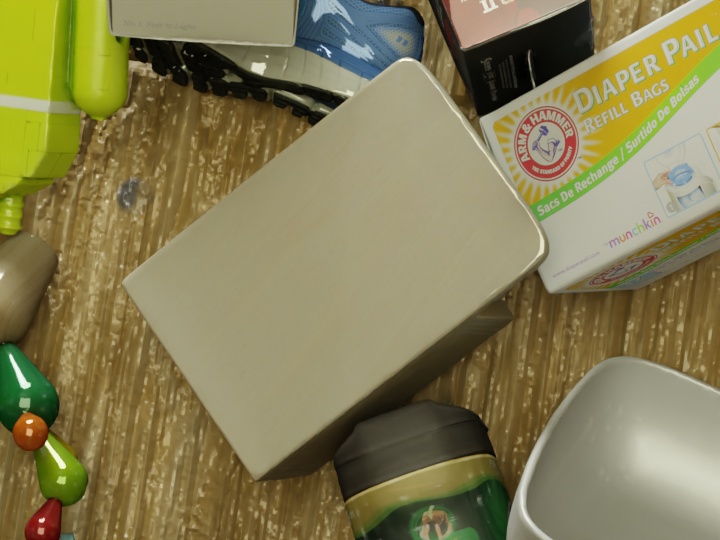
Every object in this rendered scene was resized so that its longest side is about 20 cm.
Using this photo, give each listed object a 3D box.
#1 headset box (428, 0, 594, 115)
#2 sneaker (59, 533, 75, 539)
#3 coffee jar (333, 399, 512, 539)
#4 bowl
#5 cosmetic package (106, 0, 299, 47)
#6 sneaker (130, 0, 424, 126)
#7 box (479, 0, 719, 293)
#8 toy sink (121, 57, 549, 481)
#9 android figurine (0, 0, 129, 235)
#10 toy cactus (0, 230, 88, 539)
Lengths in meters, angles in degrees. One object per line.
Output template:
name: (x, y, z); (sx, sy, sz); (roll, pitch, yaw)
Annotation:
headset box: (0.062, -0.183, 1.500); (0.077, 0.149, 0.201); (-21, 79, 2)
sneaker: (-0.189, 0.171, 1.504); (0.199, 0.074, 0.082); (23, 82, -2)
coffee jar: (0.050, 0.169, 1.462); (0.085, 0.104, 0.201); (-18, 78, 4)
bowl: (0.174, 0.145, 1.430); (0.199, 0.200, 0.075); (27, 124, 9)
cosmetic package: (-0.077, -0.213, 1.503); (0.103, 0.073, 0.201); (5, 46, 0)
sneaker: (-0.057, -0.143, 1.550); (0.199, 0.079, 0.090); (20, 72, 2)
box: (0.180, -0.074, 1.451); (0.199, 0.112, 0.102); (-28, 76, 29)
toy sink: (0.000, 0.000, 1.479); (0.200, 0.112, 0.131); (-39, 78, 12)
android figurine: (-0.204, -0.122, 1.537); (0.181, 0.041, 0.202); (6, 96, 31)
toy cactus: (-0.216, 0.056, 1.524); (0.199, 0.103, 0.165); (24, 62, 19)
